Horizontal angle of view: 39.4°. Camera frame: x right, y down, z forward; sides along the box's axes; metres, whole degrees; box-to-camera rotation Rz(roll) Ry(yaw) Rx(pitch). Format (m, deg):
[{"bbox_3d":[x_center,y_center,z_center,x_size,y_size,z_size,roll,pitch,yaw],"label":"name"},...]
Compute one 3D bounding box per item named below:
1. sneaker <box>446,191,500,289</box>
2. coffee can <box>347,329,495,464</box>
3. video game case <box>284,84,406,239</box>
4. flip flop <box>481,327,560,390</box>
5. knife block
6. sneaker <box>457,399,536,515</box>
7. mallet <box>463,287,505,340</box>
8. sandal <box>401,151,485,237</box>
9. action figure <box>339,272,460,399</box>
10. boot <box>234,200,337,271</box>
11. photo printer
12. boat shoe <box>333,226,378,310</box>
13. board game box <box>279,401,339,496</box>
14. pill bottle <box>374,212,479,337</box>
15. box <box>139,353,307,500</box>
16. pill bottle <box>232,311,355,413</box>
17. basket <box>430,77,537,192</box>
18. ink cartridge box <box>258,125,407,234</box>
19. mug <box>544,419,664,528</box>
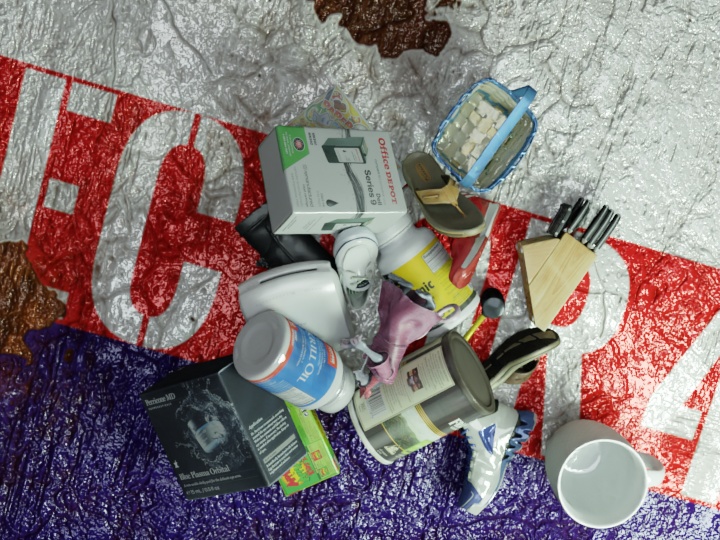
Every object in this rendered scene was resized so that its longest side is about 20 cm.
[{"bbox_3d":[0.147,-0.057,1.621,0.115,0.201,0.079,24,130,6],"label":"sneaker"},{"bbox_3d":[0.098,0.207,1.636,0.199,0.146,0.147,-30,98,19],"label":"coffee can"},{"bbox_3d":[-0.035,-0.174,1.617,0.200,0.023,0.182,50,59,-7],"label":"video game case"},{"bbox_3d":[0.254,0.168,1.696,0.200,0.081,0.058,-40,113,8],"label":"flip flop"},{"bbox_3d":[0.354,-0.015,1.674,0.173,0.064,0.202,-10,98,1],"label":"knife block"},{"bbox_3d":[0.203,0.302,1.715,0.114,0.081,0.201,31,89,-1],"label":"sneaker"},{"bbox_3d":[0.176,0.117,1.688,0.041,0.066,0.201,35,96,-4],"label":"mallet"},{"bbox_3d":[0.125,-0.128,1.596,0.080,0.054,0.201,-25,56,-11],"label":"sandal"},{"bbox_3d":[0.050,0.114,1.583,0.147,0.134,0.202,19,99,-8],"label":"action figure"},{"bbox_3d":[-0.094,-0.060,1.656,0.198,0.073,0.163,-38,96,9],"label":"boot"},{"bbox_3d":[-0.103,0.066,1.619,0.165,0.070,0.201,-14,141,0],"label":"photo printer"},{"bbox_3d":[0.000,0.000,1.603,0.073,0.200,0.067,-15,66,-4],"label":"boat shoe"},{"bbox_3d":[-0.121,0.270,1.713,0.101,0.048,0.202,-23,97,3],"label":"board game box"},{"bbox_3d":[0.097,0.000,1.648,0.111,0.111,0.201,-36,96,4],"label":"pill bottle"},{"bbox_3d":[-0.224,0.249,1.631,0.195,0.117,0.202,-18,98,36],"label":"box"},{"bbox_3d":[-0.097,0.152,1.578,0.112,0.112,0.200,-49,135,5],"label":"pill bottle"},{"bbox_3d":[0.199,-0.214,1.573,0.139,0.200,0.177,38,96,-6],"label":"basket"},{"bbox_3d":[-0.042,-0.138,1.533,0.198,0.084,0.148,-2,70,-29],"label":"ink cartridge box"},{"bbox_3d":[0.404,0.324,1.666,0.197,0.175,0.150,3,98,-2],"label":"mug"}]
